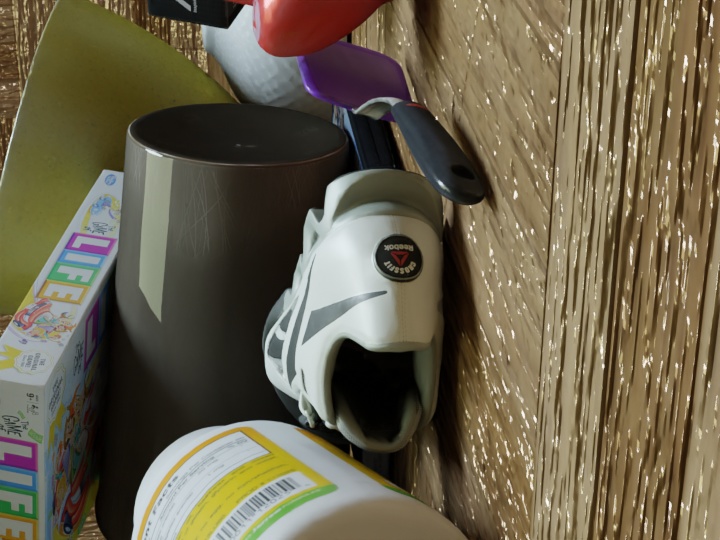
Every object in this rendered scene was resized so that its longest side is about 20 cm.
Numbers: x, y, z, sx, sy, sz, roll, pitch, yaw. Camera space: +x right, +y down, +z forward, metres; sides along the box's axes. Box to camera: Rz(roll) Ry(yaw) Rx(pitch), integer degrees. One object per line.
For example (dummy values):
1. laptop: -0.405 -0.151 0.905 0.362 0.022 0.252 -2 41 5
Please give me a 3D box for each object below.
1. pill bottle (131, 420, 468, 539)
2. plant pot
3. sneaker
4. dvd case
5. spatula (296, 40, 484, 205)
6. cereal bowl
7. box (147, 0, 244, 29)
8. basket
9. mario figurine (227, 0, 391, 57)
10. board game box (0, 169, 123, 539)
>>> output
1. pill bottle: -0.032 0.125 0.687 0.200 0.110 0.112 -162 68 -68
2. plant pot: -0.139 -0.055 1.030 0.200 0.140 0.202 -165 90 -84
3. sneaker: -0.003 0.047 0.721 0.201 0.073 0.089 99 168 -60
4. dvd case: 0.000 0.000 0.897 0.143 0.017 0.202 -103 12 -57
5. spatula: 0.014 -0.063 0.677 0.200 0.056 0.021 -126 53 -66
6. cereal bowl: -0.059 -0.185 1.040 0.200 0.082 0.203 176 90 -84
7. box: -0.055 -0.240 0.832 0.201 0.044 0.162 -65 -19 -50
8. basket: -0.067 0.026 0.859 0.181 0.134 0.202 -63 -22 -67
9. mario figurine: -0.036 -0.190 0.717 0.105 0.123 0.202 -9 73 39
10. board game box: -0.149 0.055 0.876 0.201 0.034 0.136 -73 -10 -57
